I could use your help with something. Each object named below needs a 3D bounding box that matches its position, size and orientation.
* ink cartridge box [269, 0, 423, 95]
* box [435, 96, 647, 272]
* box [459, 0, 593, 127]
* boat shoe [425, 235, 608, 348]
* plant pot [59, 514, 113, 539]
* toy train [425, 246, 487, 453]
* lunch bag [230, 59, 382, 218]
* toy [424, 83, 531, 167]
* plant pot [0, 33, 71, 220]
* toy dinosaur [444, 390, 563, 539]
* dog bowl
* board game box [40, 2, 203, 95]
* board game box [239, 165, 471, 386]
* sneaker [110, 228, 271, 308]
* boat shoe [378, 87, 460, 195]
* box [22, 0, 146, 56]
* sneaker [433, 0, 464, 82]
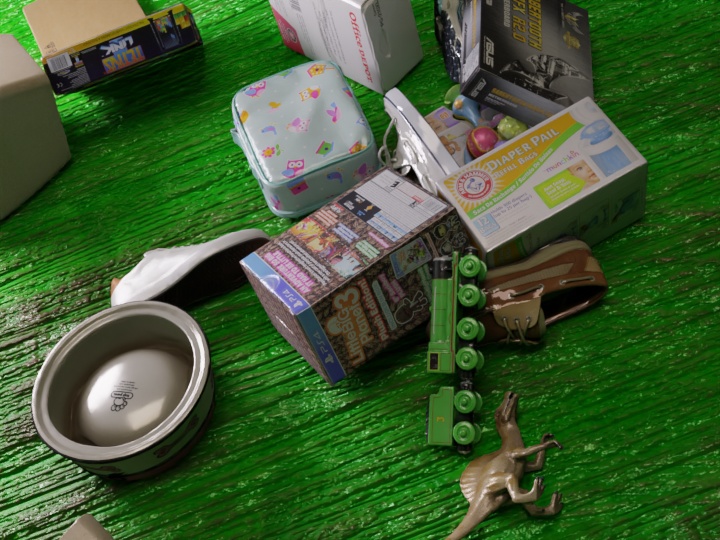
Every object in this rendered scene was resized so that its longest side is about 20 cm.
[{"bbox_3d":[-0.025,-0.335,1.538,0.199,0.145,0.084,32,65,35],"label":"ink cartridge box"},{"bbox_3d":[0.192,-0.075,1.272,0.199,0.102,0.113,-30,57,-8],"label":"box"},{"bbox_3d":[0.198,-0.261,1.413,0.157,0.048,0.202,21,49,-16],"label":"box"},{"bbox_3d":[0.163,0.037,1.215,0.199,0.076,0.074,-29,52,-6],"label":"boat shoe"},{"bbox_3d":[-0.208,0.361,0.982,0.176,0.201,0.200,31,65,23],"label":"plant pot"},{"bbox_3d":[0.092,0.077,1.170,0.056,0.042,0.203,0,82,19],"label":"toy train"},{"bbox_3d":[-0.071,-0.162,1.454,0.159,0.077,0.201,-24,48,-1],"label":"lunch bag"},{"bbox_3d":[0.157,-0.156,1.396,0.114,0.047,0.201,-29,48,-5],"label":"toy"},{"bbox_3d":[-0.493,-0.195,1.547,0.176,0.201,0.200,-28,47,-21],"label":"plant pot"},{"bbox_3d":[0.132,0.204,1.109,0.100,0.059,0.201,0,42,36],"label":"toy dinosaur"},{"bbox_3d":[-0.242,0.133,1.262,0.198,0.074,0.202,-8,50,10],"label":"dog bowl"},{"bbox_3d":[-0.315,-0.295,1.599,0.198,0.057,0.165,-21,9,0],"label":"board game box"},{"bbox_3d":[0.000,0.000,1.252,0.199,0.097,0.159,-33,31,-11],"label":"board game box"},{"bbox_3d":[-0.200,-0.009,1.367,0.198,0.073,0.085,-26,51,-3],"label":"sneaker"},{"bbox_3d":[0.061,-0.124,1.390,0.086,0.075,0.203,-36,59,7],"label":"boat shoe"},{"bbox_3d":[-0.406,-0.370,1.769,0.162,0.021,0.201,-27,48,-6],"label":"box"},{"bbox_3d":[0.142,-0.303,1.491,0.085,0.078,0.201,-6,37,0],"label":"sneaker"}]
